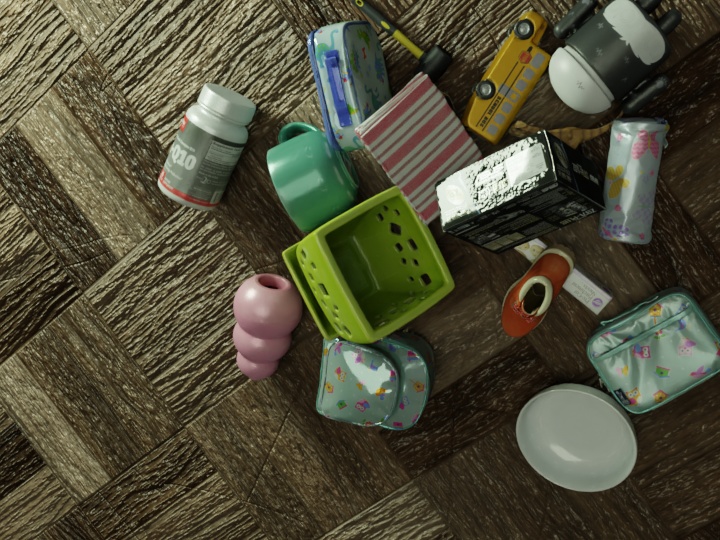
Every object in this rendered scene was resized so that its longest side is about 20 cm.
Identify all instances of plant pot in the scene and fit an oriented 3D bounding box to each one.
[{"bbox_3d":[0.000,0.000,1.376,0.181,0.200,0.199,-18,100,58],"label":"plant pot"}]

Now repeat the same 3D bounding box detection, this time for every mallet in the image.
[{"bbox_3d":[0.057,-0.378,1.375,0.200,0.041,0.066,36,112,10],"label":"mallet"}]

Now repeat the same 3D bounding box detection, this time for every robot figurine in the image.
[{"bbox_3d":[0.378,-0.326,1.246,0.200,0.125,0.150,-41,48,15],"label":"robot figurine"}]

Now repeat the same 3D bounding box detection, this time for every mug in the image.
[{"bbox_3d":[-0.077,-0.170,1.394,0.114,0.152,0.185,-23,94,11],"label":"mug"}]

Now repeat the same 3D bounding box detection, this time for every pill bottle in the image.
[{"bbox_3d":[-0.266,-0.217,1.457,0.114,0.114,0.200,30,108,7],"label":"pill bottle"}]

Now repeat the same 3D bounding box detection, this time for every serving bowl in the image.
[{"bbox_3d":[0.369,0.272,1.406,0.200,0.066,0.201,12,119,24],"label":"serving bowl"}]

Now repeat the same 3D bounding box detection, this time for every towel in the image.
[{"bbox_3d":[0.100,-0.189,1.309,0.146,0.030,0.200,-42,115,-5],"label":"towel"}]

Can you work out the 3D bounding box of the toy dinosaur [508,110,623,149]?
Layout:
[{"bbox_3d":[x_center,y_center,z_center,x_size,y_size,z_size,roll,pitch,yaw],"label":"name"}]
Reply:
[{"bbox_3d":[0.334,-0.206,1.312,0.199,0.060,0.106,-7,136,-10],"label":"toy dinosaur"}]

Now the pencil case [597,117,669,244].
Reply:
[{"bbox_3d":[0.425,-0.141,1.299,0.083,0.091,0.201,23,112,52],"label":"pencil case"}]

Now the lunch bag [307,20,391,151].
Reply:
[{"bbox_3d":[-0.014,-0.297,1.339,0.082,0.161,0.201,-7,106,23],"label":"lunch bag"}]

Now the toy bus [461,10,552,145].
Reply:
[{"bbox_3d":[0.233,-0.302,1.309,0.078,0.065,0.200,32,97,-5],"label":"toy bus"}]

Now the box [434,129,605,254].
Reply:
[{"bbox_3d":[0.243,-0.113,1.274,0.200,0.164,0.086,-25,62,35],"label":"box"}]

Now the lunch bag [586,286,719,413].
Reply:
[{"bbox_3d":[0.472,0.128,1.349,0.200,0.077,0.161,-34,92,20],"label":"lunch bag"}]

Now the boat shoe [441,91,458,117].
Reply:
[{"bbox_3d":[0.148,-0.197,1.374,0.074,0.062,0.200,-18,98,17],"label":"boat shoe"}]

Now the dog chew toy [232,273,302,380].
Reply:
[{"bbox_3d":[-0.175,0.109,1.508,0.124,0.125,0.200,19,115,11],"label":"dog chew toy"}]

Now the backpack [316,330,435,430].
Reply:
[{"bbox_3d":[0.028,0.187,1.451,0.199,0.153,0.176,9,100,5],"label":"backpack"}]

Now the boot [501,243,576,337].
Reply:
[{"bbox_3d":[0.270,0.054,1.354,0.075,0.107,0.200,31,135,10],"label":"boot"}]

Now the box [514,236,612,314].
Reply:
[{"bbox_3d":[0.327,-0.008,1.379,0.200,0.039,0.041,40,112,4],"label":"box"}]
